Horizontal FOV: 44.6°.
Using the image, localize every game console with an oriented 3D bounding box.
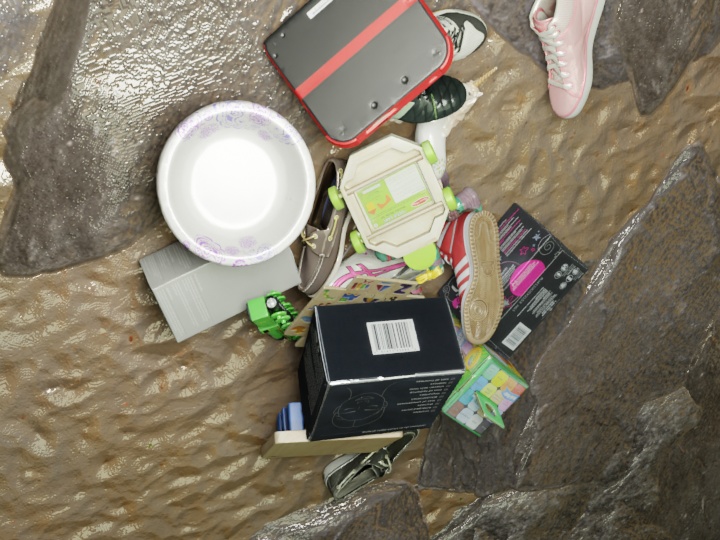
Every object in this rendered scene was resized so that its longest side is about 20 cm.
[{"bbox_3d":[-0.001,-0.275,1.100,0.199,0.178,0.031,-37,175,10],"label":"game console"}]

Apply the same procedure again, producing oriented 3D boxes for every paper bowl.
[{"bbox_3d":[-0.161,-0.112,1.124,0.196,0.104,0.205,-2,98,-15],"label":"paper bowl"}]

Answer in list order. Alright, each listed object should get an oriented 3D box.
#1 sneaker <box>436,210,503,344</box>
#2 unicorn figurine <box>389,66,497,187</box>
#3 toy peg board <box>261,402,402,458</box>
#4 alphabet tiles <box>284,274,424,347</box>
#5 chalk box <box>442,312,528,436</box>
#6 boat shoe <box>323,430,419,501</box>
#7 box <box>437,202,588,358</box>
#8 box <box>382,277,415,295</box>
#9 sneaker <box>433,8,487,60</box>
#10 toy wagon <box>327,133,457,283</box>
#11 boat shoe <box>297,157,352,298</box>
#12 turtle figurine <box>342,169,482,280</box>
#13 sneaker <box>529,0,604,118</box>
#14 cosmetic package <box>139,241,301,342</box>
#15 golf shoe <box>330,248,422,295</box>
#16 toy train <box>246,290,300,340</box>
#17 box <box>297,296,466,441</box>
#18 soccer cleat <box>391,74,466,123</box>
[{"bbox_3d":[0.166,0.009,1.373,0.070,0.112,0.205,0,94,-24],"label":"sneaker"},{"bbox_3d":[0.097,-0.198,1.236,0.135,0.074,0.204,4,107,-21],"label":"unicorn figurine"},{"bbox_3d":[-0.053,0.236,1.409,0.195,0.100,0.200,0,162,-13],"label":"toy peg board"},{"bbox_3d":[-0.009,0.063,1.242,0.164,0.006,0.200,6,146,-30],"label":"alphabet tiles"},{"bbox_3d":[0.183,0.177,1.458,0.124,0.201,0.124,-47,130,8],"label":"chalk box"},{"bbox_3d":[0.028,0.341,1.573,0.198,0.064,0.071,-34,130,-4],"label":"boat shoe"},{"bbox_3d":[0.249,0.017,1.445,0.131,0.115,0.201,32,104,-40],"label":"box"},{"bbox_3d":[0.031,0.091,1.358,0.158,0.045,0.199,-28,147,25],"label":"box"},{"bbox_3d":[0.093,-0.300,1.173,0.196,0.088,0.077,-10,123,-23],"label":"sneaker"},{"bbox_3d":[0.054,-0.078,1.197,0.153,0.040,0.203,-24,106,10],"label":"toy wagon"},{"bbox_3d":[-0.053,-0.060,1.248,0.059,0.071,0.203,15,100,-41],"label":"boat shoe"},{"bbox_3d":[0.076,-0.060,1.279,0.200,0.150,0.101,-42,170,-15],"label":"turtle figurine"},{"bbox_3d":[0.283,-0.321,1.265,0.103,0.075,0.204,-7,116,-29],"label":"sneaker"},{"bbox_3d":[-0.192,0.001,1.222,0.197,0.090,0.108,-26,130,-14],"label":"cosmetic package"},{"bbox_3d":[0.000,0.000,1.343,0.196,0.072,0.094,-1,89,-21],"label":"golf shoe"},{"bbox_3d":[-0.121,0.073,1.275,0.055,0.043,0.200,-17,164,1],"label":"toy train"},{"bbox_3d":[0.023,0.144,1.258,0.196,0.126,0.198,-3,147,-15],"label":"box"},{"bbox_3d":[0.044,-0.238,1.153,0.195,0.069,0.081,1,161,-1],"label":"soccer cleat"}]
